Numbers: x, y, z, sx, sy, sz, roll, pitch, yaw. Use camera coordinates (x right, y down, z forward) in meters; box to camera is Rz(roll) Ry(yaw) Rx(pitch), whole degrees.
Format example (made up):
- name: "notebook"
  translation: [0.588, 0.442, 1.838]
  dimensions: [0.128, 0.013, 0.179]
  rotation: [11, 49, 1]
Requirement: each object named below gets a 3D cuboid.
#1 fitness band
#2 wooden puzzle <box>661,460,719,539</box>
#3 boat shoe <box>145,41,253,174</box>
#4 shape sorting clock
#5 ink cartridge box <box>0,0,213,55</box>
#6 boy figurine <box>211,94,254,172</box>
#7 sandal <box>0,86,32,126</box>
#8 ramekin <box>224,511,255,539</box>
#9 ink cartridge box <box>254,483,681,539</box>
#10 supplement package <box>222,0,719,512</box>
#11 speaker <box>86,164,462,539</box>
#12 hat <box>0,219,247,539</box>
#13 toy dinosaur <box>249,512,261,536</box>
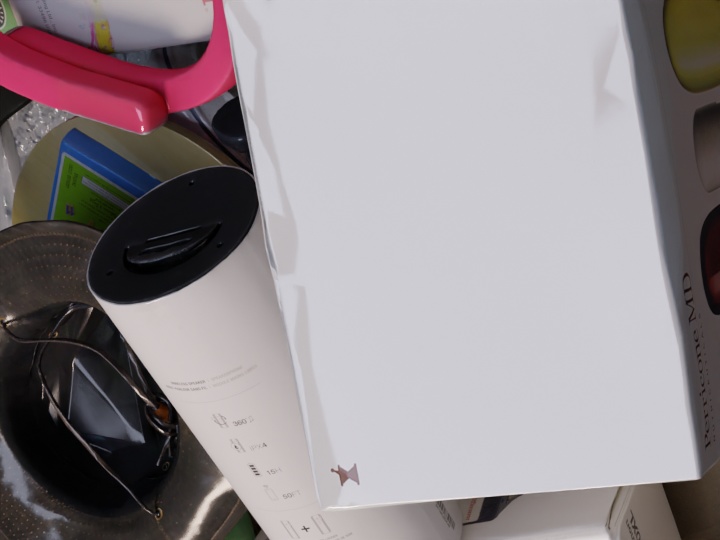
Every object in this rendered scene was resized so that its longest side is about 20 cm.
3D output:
- name: "fitness band"
  translation: [-0.128, -0.143, 0.860]
  dimensions: [0.199, 0.037, 0.145]
  rotation: [20, 124, 27]
- name: "wooden puzzle"
  translation: [0.149, 0.061, 0.871]
  dimensions: [0.199, 0.037, 0.186]
  rotation: [24, 128, 33]
- name: "boat shoe"
  translation: [-0.016, -0.057, 0.915]
  dimensions: [0.200, 0.071, 0.070]
  rotation: [44, 125, 8]
- name: "shape sorting clock"
  translation: [-0.096, 0.012, 0.952]
  dimensions: [0.199, 0.039, 0.201]
  rotation: [16, 121, 28]
- name: "ink cartridge box"
  translation: [-0.116, -0.184, 0.909]
  dimensions: [0.199, 0.087, 0.146]
  rotation: [-1, 114, 41]
- name: "boy figurine"
  translation: [0.000, 0.000, 0.841]
  dimensions: [0.124, 0.064, 0.201]
  rotation: [45, 162, 46]
- name: "sandal"
  translation: [-0.242, -0.091, 1.094]
  dimensions: [0.075, 0.045, 0.200]
  rotation: [53, 135, 1]
- name: "ramekin"
  translation: [-0.141, 0.162, 1.070]
  dimensions: [0.200, 0.097, 0.201]
  rotation: [26, 124, 46]
- name: "ink cartridge box"
  translation: [0.058, 0.174, 0.894]
  dimensions: [0.199, 0.084, 0.146]
  rotation: [-12, 109, 28]
- name: "supplement package"
  translation: [0.072, -0.032, 0.717]
  dimensions: [0.146, 0.200, 0.193]
  rotation: [-8, 97, 27]
- name: "speaker"
  translation: [-0.032, 0.054, 0.793]
  dimensions: [0.081, 0.081, 0.200]
  rotation: [1, 136, 39]
- name: "hat"
  translation: [-0.119, 0.056, 0.914]
  dimensions: [0.199, 0.081, 0.202]
  rotation: [11, 116, 22]
- name: "toy dinosaur"
  translation: [-0.070, 0.179, 1.115]
  dimensions: [0.200, 0.058, 0.102]
  rotation: [-13, 94, 55]
